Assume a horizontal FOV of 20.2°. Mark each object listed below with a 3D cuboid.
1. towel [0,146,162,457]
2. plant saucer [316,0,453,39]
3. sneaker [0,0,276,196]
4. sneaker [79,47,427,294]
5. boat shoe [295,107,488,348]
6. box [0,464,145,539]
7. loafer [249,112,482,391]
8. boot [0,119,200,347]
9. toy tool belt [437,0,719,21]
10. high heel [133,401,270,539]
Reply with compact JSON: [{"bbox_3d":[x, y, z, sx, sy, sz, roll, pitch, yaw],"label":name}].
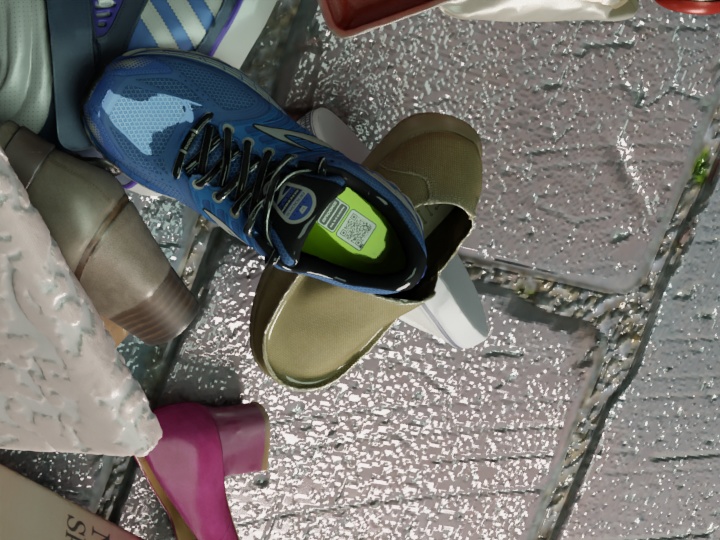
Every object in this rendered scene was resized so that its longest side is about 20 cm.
[{"bbox_3d":[-0.214,0.013,1.031,0.032,0.190,0.201,-58,134,-38],"label":"towel"},{"bbox_3d":[0.044,-0.240,1.063,0.199,0.037,0.201,-20,84,-5],"label":"plant saucer"},{"bbox_3d":[-0.129,-0.151,1.055,0.146,0.081,0.201,25,89,-25],"label":"sneaker"},{"bbox_3d":[-0.046,-0.049,1.013,0.199,0.089,0.079,27,93,-15],"label":"sneaker"},{"bbox_3d":[0.003,-0.012,1.207,0.070,0.071,0.200,-29,132,19],"label":"boat shoe"},{"bbox_3d":[-0.199,0.198,1.126,0.109,0.128,0.200,-26,135,35],"label":"box"},{"bbox_3d":[0.000,0.000,1.132,0.076,0.068,0.200,21,123,-21],"label":"loafer"},{"bbox_3d":[-0.176,-0.007,1.066,0.146,0.200,0.070,43,51,-18],"label":"boot"},{"bbox_3d":[0.127,-0.207,1.138,0.199,0.125,0.124,-2,116,-18],"label":"toy tool belt"},{"bbox_3d":[-0.108,0.176,1.223,0.096,0.067,0.201,-4,100,-38],"label":"high heel"}]
